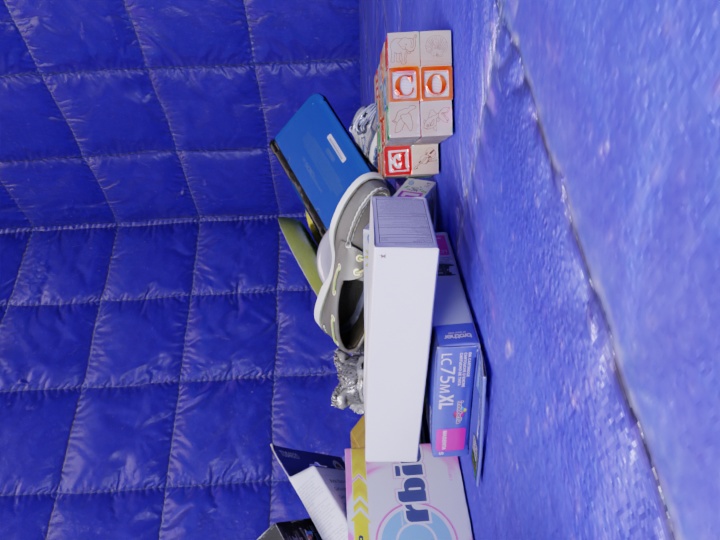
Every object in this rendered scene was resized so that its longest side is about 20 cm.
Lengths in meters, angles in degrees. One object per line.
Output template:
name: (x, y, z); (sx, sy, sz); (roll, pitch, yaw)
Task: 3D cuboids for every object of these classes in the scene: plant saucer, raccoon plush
plant saucer: (-0.070, -0.004, 0.974); (0.203, 0.031, 0.200); (61, 180, 0)
raccoon plush: (0.003, 0.177, 0.806); (0.202, 0.130, 0.098); (117, 152, -43)

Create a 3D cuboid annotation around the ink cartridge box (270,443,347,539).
ink cartridge box: (0.001, 0.280, 0.700); (0.201, 0.040, 0.199); (51, -175, 30)

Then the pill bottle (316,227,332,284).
pill bottle: (0.000, 0.000, 0.826); (0.200, 0.106, 0.113); (79, -172, -82)

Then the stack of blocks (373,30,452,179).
stack of blocks: (0.049, -0.156, 0.614); (0.200, 0.057, 0.119); (-104, 11, -84)

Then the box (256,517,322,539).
box: (-0.012, 0.345, 0.599); (0.201, 0.046, 0.159); (51, -173, 28)

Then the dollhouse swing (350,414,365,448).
dollhouse swing: (0.076, 0.386, 1.236); (0.182, 0.174, 0.203); (-45, -27, -29)

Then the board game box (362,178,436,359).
board game box: (0.042, 0.024, 0.641); (0.135, 0.033, 0.205); (-52, -33, -54)

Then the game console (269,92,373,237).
game console: (-0.047, -0.133, 0.935); (0.117, 0.170, 0.203); (4, -130, -59)

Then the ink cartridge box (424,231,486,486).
ink cartridge box: (0.073, 0.069, 0.532); (0.202, 0.041, 0.122); (-97, 4, -56)

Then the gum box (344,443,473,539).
gum box: (0.044, 0.262, 0.539); (0.203, 0.110, 0.067); (-94, 2, -49)

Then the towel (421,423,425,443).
towel: (0.081, 0.234, 0.896); (0.201, 0.022, 0.147); (91, 177, -64)

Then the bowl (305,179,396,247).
bowl: (0.008, -0.107, 1.071); (0.107, 0.197, 0.205); (-26, 57, 41)

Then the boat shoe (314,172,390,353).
boat shoe: (0.000, -0.003, 0.654); (0.060, 0.070, 0.206); (49, 135, 43)

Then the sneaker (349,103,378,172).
sneaker: (0.019, -0.192, 0.840); (0.085, 0.077, 0.200); (48, 174, 4)

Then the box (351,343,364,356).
box: (0.031, 0.088, 1.018); (0.200, 0.101, 0.153); (99, 168, -82)

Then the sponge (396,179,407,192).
sponge: (0.067, -0.014, 0.805); (0.112, 0.029, 0.206); (-94, 0, -77)

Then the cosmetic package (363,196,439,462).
cosmetic package: (0.029, 0.052, 0.488); (0.083, 0.049, 0.205); (-88, 0, -59)
